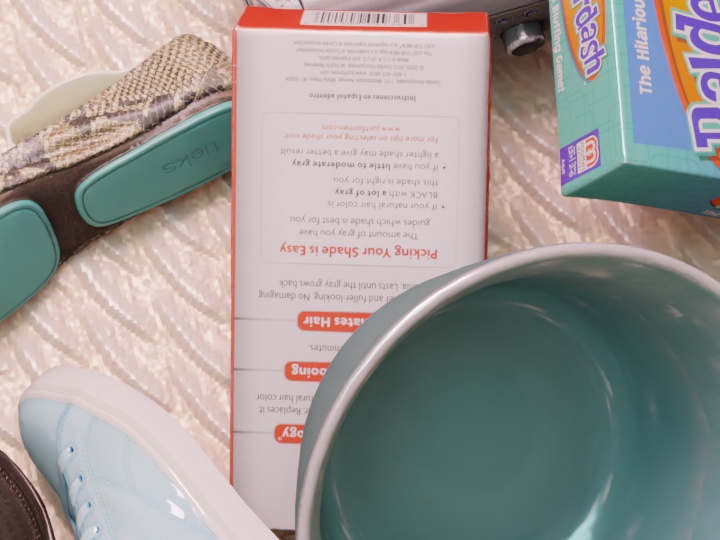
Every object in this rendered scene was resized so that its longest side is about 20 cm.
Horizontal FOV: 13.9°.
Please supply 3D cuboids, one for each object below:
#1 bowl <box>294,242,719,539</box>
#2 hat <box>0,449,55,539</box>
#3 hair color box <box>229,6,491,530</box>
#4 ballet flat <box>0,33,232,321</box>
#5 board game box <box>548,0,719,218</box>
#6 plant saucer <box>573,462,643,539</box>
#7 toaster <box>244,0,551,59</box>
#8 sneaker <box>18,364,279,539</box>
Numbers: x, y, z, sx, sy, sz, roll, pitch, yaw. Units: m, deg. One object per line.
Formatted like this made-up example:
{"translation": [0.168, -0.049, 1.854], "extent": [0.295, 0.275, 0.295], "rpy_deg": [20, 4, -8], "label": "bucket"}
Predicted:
{"translation": [0.056, 0.077, 1.089], "extent": [0.200, 0.105, 0.202], "rpy_deg": [-5, 105, -19], "label": "bowl"}
{"translation": [-0.212, 0.144, 1.126], "extent": [0.200, 0.081, 0.201], "rpy_deg": [-10, 69, 27], "label": "hat"}
{"translation": [0.000, 0.000, 1.157], "extent": [0.101, 0.061, 0.201], "rpy_deg": [2, 102, 2], "label": "hair color box"}
{"translation": [-0.134, -0.035, 1.223], "extent": [0.200, 0.068, 0.075], "rpy_deg": [-34, 53, -14], "label": "ballet flat"}
{"translation": [0.167, -0.094, 1.183], "extent": [0.199, 0.045, 0.153], "rpy_deg": [7, 71, -31], "label": "board game box"}
{"translation": [0.159, 0.104, 1.135], "extent": [0.200, 0.032, 0.201], "rpy_deg": [-10, 69, 27], "label": "plant saucer"}
{"translation": [-0.001, -0.166, 1.226], "extent": [0.129, 0.114, 0.201], "rpy_deg": [-22, 77, -3], "label": "toaster"}
{"translation": [-0.088, 0.111, 1.135], "extent": [0.082, 0.074, 0.200], "rpy_deg": [-29, 49, -26], "label": "sneaker"}
